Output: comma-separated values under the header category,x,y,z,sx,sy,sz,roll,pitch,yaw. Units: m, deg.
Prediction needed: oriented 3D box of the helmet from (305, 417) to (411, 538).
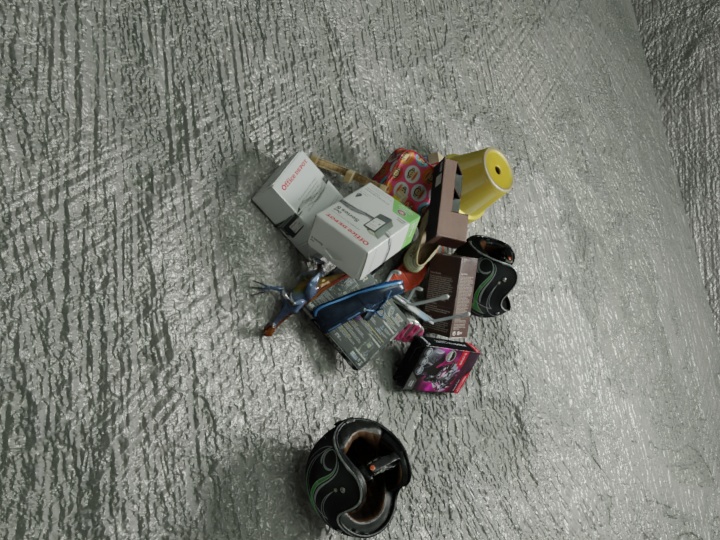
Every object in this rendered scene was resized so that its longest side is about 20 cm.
category,x,y,z,sx,sy,sz,roll,pitch,yaw
helmet,-0.012,0.403,1.368,0.200,0.191,0.200,16,34,-12

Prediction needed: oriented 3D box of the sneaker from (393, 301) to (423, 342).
category,x,y,z,sx,sy,sz,roll,pitch,yaw
sneaker,0.046,0.108,1.642,0.199,0.074,0.087,15,24,-19

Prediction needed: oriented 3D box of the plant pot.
category,x,y,z,sx,sy,sz,roll,pitch,yaw
plant pot,0.309,-0.242,1.954,0.200,0.189,0.201,19,60,-38

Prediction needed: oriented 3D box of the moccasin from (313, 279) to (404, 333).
category,x,y,z,sx,sy,sz,roll,pitch,yaw
moccasin,0.002,0.076,1.496,0.200,0.080,0.068,-20,93,-4

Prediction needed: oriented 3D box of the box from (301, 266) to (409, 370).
category,x,y,z,sx,sy,sz,roll,pitch,yaw
box,-0.015,0.090,1.543,0.160,0.044,0.200,-42,95,-18

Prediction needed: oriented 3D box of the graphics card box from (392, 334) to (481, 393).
category,x,y,z,sx,sy,sz,roll,pitch,yaw
graphics card box,0.184,0.225,1.689,0.200,0.126,0.051,14,21,-39

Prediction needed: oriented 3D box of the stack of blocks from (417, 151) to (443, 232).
category,x,y,z,sx,sy,sz,roll,pitch,yaw
stack of blocks,0.173,-0.193,1.847,0.059,0.115,0.201,21,58,-61

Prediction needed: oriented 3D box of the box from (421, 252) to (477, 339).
category,x,y,z,sx,sy,sz,roll,pitch,yaw
box,0.219,0.060,1.755,0.075,0.100,0.201,2,97,-44

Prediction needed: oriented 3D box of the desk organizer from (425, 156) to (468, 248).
category,x,y,z,sx,sy,sz,roll,pitch,yaw
desk organizer,0.211,-0.158,1.684,0.077,0.072,0.201,12,74,-14

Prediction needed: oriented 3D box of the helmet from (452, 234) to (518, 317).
category,x,y,z,sx,sy,sz,roll,pitch,yaw
helmet,0.316,0.024,1.849,0.200,0.191,0.200,17,27,-9

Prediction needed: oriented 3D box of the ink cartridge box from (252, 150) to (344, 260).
category,x,y,z,sx,sy,sz,roll,pitch,yaw
ink cartridge box,-0.120,-0.142,1.576,0.200,0.084,0.145,48,46,-19

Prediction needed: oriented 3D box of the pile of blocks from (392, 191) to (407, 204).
category,x,y,z,sx,sy,sz,roll,pitch,yaw
pile of blocks,0.041,-0.109,1.652,0.200,0.082,0.062,-42,64,-7

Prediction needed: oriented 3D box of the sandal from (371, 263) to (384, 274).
category,x,y,z,sx,sy,sz,roll,pitch,yaw
sandal,0.000,-0.001,1.644,0.076,0.043,0.200,28,42,6

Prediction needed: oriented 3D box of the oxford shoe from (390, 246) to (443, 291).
category,x,y,z,sx,sy,sz,roll,pitch,yaw
oxford shoe,0.125,-0.011,1.777,0.200,0.072,0.071,-40,117,-28

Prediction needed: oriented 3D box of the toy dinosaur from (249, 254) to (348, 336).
category,x,y,z,sx,sy,sz,roll,pitch,yaw
toy dinosaur,-0.122,0.063,1.452,0.200,0.105,0.182,21,96,-22

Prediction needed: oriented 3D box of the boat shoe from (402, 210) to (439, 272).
category,x,y,z,sx,sy,sz,roll,pitch,yaw
boat shoe,0.175,-0.082,1.725,0.073,0.063,0.200,32,73,-13

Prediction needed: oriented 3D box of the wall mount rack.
category,x,y,z,sx,sy,sz,roll,pitch,yaw
wall mount rack,0.148,0.072,1.646,0.075,0.174,0.200,-57,140,-1

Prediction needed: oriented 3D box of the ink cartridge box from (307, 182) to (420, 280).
category,x,y,z,sx,sy,sz,roll,pitch,yaw
ink cartridge box,0.008,-0.087,1.513,0.145,0.084,0.200,36,43,17

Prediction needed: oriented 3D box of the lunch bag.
category,x,y,z,sx,sy,sz,roll,pitch,yaw
lunch bag,0.111,-0.183,1.756,0.176,0.082,0.200,38,87,-25

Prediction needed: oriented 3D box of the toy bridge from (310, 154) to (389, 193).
category,x,y,z,sx,sy,sz,roll,pitch,yaw
toy bridge,-0.025,-0.223,1.678,0.200,0.027,0.067,23,14,2
